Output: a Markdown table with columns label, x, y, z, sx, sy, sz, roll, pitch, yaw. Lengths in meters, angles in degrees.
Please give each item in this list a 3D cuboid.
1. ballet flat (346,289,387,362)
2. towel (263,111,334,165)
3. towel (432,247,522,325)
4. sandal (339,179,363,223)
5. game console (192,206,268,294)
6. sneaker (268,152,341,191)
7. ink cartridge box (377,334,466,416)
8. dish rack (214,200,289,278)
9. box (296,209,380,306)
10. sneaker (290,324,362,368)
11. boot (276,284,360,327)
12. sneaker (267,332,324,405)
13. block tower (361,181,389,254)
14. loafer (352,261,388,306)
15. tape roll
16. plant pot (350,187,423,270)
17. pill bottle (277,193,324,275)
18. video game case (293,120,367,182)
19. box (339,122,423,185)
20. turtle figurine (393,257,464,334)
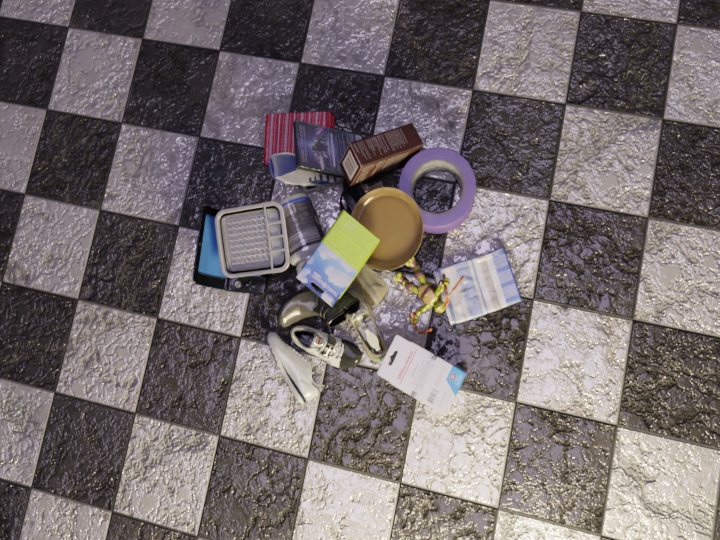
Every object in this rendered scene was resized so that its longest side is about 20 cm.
| label | x | y | z | sx | sy | sz | roll | pitch | yaw |
| --- | --- | --- | --- | --- | --- | --- | --- | --- | --- |
| ballet flat | 0.011 | 0.136 | 1.647 | 0.068 | 0.069 | 0.204 | -30 | 79 | 3 |
| towel | -0.167 | -0.357 | 1.766 | 0.193 | 0.022 | 0.150 | 1 | 84 | 10 |
| towel | 0.294 | 0.039 | 1.641 | 0.194 | 0.024 | 0.151 | -18 | 80 | 5 |
| sandal | -0.022 | -0.151 | 1.684 | 0.047 | 0.075 | 0.207 | -2 | 79 | -37 |
| game console | -0.329 | -0.051 | 1.696 | 0.165 | 0.118 | 0.207 | 5 | 83 | 9 |
| sneaker | -0.152 | -0.245 | 1.690 | 0.194 | 0.114 | 0.083 | 0 | 79 | -30 |
| ink cartridge box | 0.151 | 0.256 | 1.608 | 0.196 | 0.067 | 0.118 | 29 | 87 | 11 |
| dish rack | -0.268 | -0.077 | 1.643 | 0.194 | 0.043 | 0.178 | -7 | 93 | 17 |
| box | -0.054 | -0.029 | 1.591 | 0.121 | 0.048 | 0.202 | 36 | 87 | 1 |
| sneaker | -0.092 | 0.194 | 1.643 | 0.194 | 0.089 | 0.076 | 18 | 83 | 9 |
| boot | -0.105 | 0.099 | 1.621 | 0.197 | 0.069 | 0.131 | -33 | 45 | -15 |
| sneaker | -0.171 | 0.240 | 1.663 | 0.079 | 0.076 | 0.203 | -31 | 83 | -9 |
| block tower | 0.064 | -0.132 | 1.684 | 0.056 | 0.054 | 0.205 | -22 | 80 | 3 |
| loafer | 0.000 | 0.000 | 1.666 | 0.067 | 0.076 | 0.202 | -30 | 72 | -21 |
| tape roll | 0.196 | -0.203 | 1.660 | 0.193 | 0.085 | 0.207 | -1 | 82 | 7 |
| plant pot | 0.065 | -0.103 | 1.623 | 0.194 | 0.027 | 0.207 | 0 | 89 | 18 |
| pill bottle | -0.148 | -0.083 | 1.677 | 0.111 | 0.114 | 0.205 | -23 | 79 | 4 |
| video game case | -0.077 | -0.306 | 1.673 | 0.194 | 0.019 | 0.147 | 7 | 60 | -24 |
| box | 0.053 | -0.295 | 1.644 | 0.196 | 0.100 | 0.077 | -21 | 77 | -26 |
| turtle figurine | 0.169 | 0.045 | 1.630 | 0.162 | 0.064 | 0.202 | 47 | 123 | 18 |
